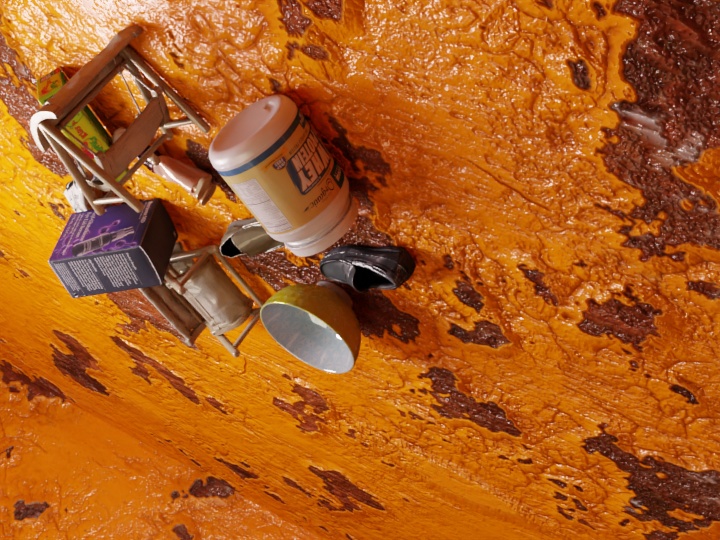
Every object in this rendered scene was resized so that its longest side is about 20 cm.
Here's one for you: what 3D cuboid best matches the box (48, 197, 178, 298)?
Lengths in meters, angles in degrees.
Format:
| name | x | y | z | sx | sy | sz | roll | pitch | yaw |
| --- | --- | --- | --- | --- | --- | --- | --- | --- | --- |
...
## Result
| name | x | y | z | sx | sy | sz | roll | pitch | yaw |
| --- | --- | --- | --- | --- | --- | --- | --- | --- | --- |
| box | -0.474 | -0.043 | 1.571 | 0.198 | 0.149 | 0.105 | -10 | 131 | 11 |

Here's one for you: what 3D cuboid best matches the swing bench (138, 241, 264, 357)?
| name | x | y | z | sx | sy | sz | roll | pitch | yaw |
| --- | --- | --- | --- | --- | --- | --- | --- | --- | --- |
| swing bench | -0.324 | 0.053 | 1.650 | 0.199 | 0.130 | 0.199 | 6 | 142 | 46 |

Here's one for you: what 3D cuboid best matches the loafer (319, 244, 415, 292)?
| name | x | y | z | sx | sy | sz | roll | pitch | yaw |
| --- | --- | --- | --- | --- | --- | --- | --- | --- | --- |
| loafer | 0.000 | 0.000 | 1.326 | 0.199 | 0.071 | 0.068 | 0 | 136 | 44 |

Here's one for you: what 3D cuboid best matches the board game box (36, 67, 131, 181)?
| name | x | y | z | sx | sy | sz | roll | pitch | yaw |
| --- | --- | --- | --- | --- | --- | --- | --- | --- | --- |
| board game box | -0.480 | -0.244 | 1.410 | 0.201 | 0.047 | 0.102 | 60 | 177 | -37 |

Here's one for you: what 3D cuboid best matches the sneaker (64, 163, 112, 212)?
| name | x | y | z | sx | sy | sz | roll | pitch | yaw |
| --- | --- | --- | --- | --- | --- | --- | --- | --- | --- |
| sneaker | -0.564 | -0.160 | 1.633 | 0.087 | 0.076 | 0.200 | 29 | 149 | 7 |

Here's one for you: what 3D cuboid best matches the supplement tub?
| name | x | y | z | sx | sy | sz | roll | pitch | yaw |
| --- | --- | --- | --- | --- | --- | --- | --- | --- | --- |
| supplement tub | -0.106 | -0.133 | 1.163 | 0.144 | 0.145 | 0.200 | -2 | 136 | 45 |

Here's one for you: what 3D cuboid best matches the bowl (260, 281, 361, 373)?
| name | x | y | z | sx | sy | sz | roll | pitch | yaw |
| --- | --- | --- | --- | --- | --- | --- | --- | --- | --- |
| bowl | -0.074 | 0.085 | 1.482 | 0.199 | 0.108 | 0.201 | 24 | 149 | 15 |

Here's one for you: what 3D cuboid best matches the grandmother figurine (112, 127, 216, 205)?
| name | x | y | z | sx | sy | sz | roll | pitch | yaw |
| --- | --- | --- | --- | --- | --- | --- | --- | --- | --- |
| grandmother figurine | -0.346 | -0.185 | 1.408 | 0.199 | 0.061 | 0.121 | 32 | 163 | 8 |

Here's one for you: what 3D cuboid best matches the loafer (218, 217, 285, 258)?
| name | x | y | z | sx | sy | sz | roll | pitch | yaw |
| --- | --- | --- | --- | --- | --- | --- | --- | --- | --- |
| loafer | -0.182 | -0.053 | 1.425 | 0.075 | 0.070 | 0.199 | 47 | 147 | -23 |

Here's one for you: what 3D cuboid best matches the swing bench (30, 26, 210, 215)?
| name | x | y | z | sx | sy | sz | roll | pitch | yaw |
| --- | --- | --- | --- | --- | --- | --- | --- | --- | --- |
| swing bench | -0.371 | -0.224 | 1.231 | 0.129 | 0.200 | 0.201 | 1 | 137 | 43 |
